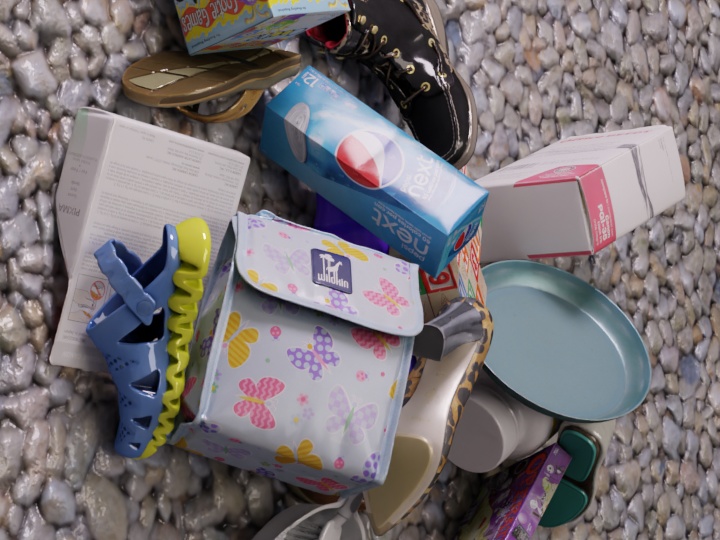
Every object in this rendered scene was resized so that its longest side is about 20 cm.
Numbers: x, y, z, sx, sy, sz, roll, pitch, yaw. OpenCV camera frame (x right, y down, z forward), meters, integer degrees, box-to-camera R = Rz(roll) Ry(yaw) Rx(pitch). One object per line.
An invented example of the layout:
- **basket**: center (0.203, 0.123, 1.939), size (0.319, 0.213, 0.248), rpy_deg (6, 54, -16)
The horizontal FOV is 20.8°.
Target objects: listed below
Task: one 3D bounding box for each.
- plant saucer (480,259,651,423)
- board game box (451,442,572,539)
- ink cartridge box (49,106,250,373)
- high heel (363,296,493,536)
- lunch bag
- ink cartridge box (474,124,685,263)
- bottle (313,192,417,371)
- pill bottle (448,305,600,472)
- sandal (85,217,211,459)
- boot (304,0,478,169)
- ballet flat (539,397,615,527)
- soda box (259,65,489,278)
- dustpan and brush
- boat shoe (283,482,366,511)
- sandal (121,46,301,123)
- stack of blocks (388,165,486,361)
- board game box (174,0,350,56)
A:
- **plant saucer**: center (0.182, 0.072, 1.860), size (0.199, 0.027, 0.201), rpy_deg (17, 40, -15)
- **board game box**: center (0.120, 0.257, 1.839), size (0.032, 0.120, 0.200), rpy_deg (45, 50, -13)
- **ink cartridge box**: center (-0.180, -0.016, 1.579), size (0.161, 0.050, 0.201), rpy_deg (15, 92, -49)
- **high heel**: center (0.063, 0.123, 1.669), size (0.142, 0.071, 0.201), rpy_deg (-25, 133, -66)
- **lunch bag**: center (-0.048, 0.061, 1.571), size (0.169, 0.127, 0.201), rpy_deg (20, 68, -15)
- **ink cartridge box**: center (0.218, -0.078, 1.980), size (0.200, 0.146, 0.083), rpy_deg (-27, 107, -49)
- **bottle**: center (0.000, 0.000, 1.765), size (0.083, 0.065, 0.201), rpy_deg (-29, 108, -59)
- **pill bottle**: center (0.156, 0.115, 1.906), size (0.200, 0.111, 0.112), rpy_deg (-34, 111, -48)
- **sandal**: center (-0.174, 0.050, 1.527), size (0.087, 0.080, 0.201), rpy_deg (7, 104, -13)
- **boot**: center (0.026, -0.190, 1.790), size (0.150, 0.073, 0.201), rpy_deg (18, 51, -46)
- **ballet flat**: center (0.212, 0.187, 1.923), size (0.200, 0.069, 0.070), rpy_deg (105, 10, -56)
- **soda box**: center (0.009, -0.086, 1.686), size (0.064, 0.200, 0.068), rpy_deg (-46, 163, -30)
- **dustpan and brush**: center (-0.030, 0.223, 1.669), size (0.139, 0.057, 0.201), rpy_deg (34, 74, -46)
- **boat shoe**: center (-0.036, 0.149, 1.694), size (0.200, 0.074, 0.076), rpy_deg (41, 53, -39)
- **sandal**: center (-0.119, -0.153, 1.645), size (0.200, 0.080, 0.054), rpy_deg (-21, 125, -55)
- **stack of blocks**: center (0.074, -0.014, 1.801), size (0.200, 0.058, 0.115), rpy_deg (-82, 157, -53)
- **board game box**: center (-0.102, -0.293, 1.626), size (0.105, 0.103, 0.201), rpy_deg (-15, 88, -50)
